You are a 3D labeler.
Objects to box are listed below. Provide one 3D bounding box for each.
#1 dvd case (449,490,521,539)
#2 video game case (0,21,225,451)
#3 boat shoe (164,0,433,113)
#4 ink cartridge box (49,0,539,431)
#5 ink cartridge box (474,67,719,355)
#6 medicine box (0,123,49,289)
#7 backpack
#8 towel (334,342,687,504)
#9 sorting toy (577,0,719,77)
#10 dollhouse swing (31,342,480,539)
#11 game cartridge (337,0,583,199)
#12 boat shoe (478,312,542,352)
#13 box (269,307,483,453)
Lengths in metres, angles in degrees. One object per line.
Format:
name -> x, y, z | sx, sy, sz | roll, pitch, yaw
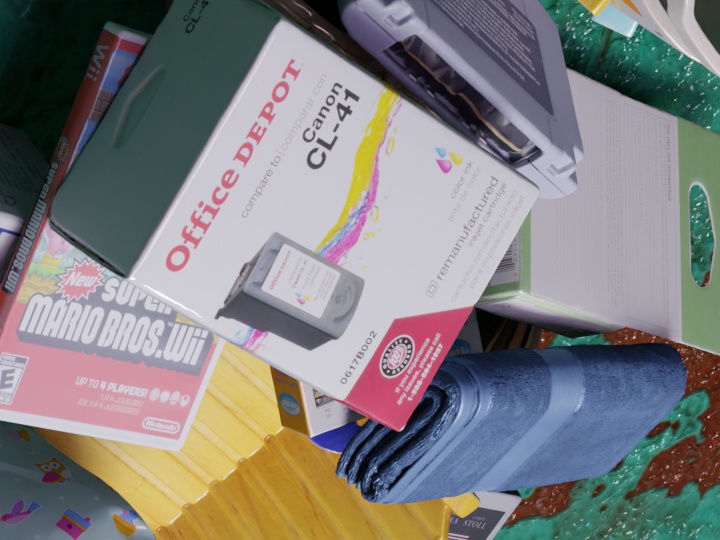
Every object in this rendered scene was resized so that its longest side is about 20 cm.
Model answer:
dvd case -> -0.001, 0.207, 1.794 | 0.150, 0.025, 0.200 | 14, 119, -44
video game case -> -0.107, -0.012, 1.356 | 0.143, 0.017, 0.201 | 14, 101, -46
boat shoe -> -0.004, -0.123, 1.419 | 0.199, 0.072, 0.065 | 21, 127, -31
ink cartridge box -> -0.029, -0.030, 1.330 | 0.200, 0.085, 0.148 | 30, 91, -42
ink cartridge box -> 0.138, -0.033, 1.583 | 0.048, 0.147, 0.199 | -12, 159, 39
medicine box -> -0.263, 0.006, 1.341 | 0.199, 0.103, 0.183 | 18, 115, -45
backpack -> -0.195, 0.160, 1.471 | 0.167, 0.200, 0.127 | -32, 147, -40
towel -> 0.088, 0.080, 1.535 | 0.199, 0.049, 0.112 | -2, 145, -43
sorting toy -> 0.142, -0.170, 1.420 | 0.107, 0.180, 0.200 | -41, 140, 4
dollhouse swing -> -0.069, 0.122, 1.560 | 0.200, 0.182, 0.176 | -39, 161, 2
game cartridge -> 0.046, -0.135, 1.415 | 0.041, 0.134, 0.200 | -24, 140, 26
boat shoe -> 0.033, 0.094, 1.672 | 0.068, 0.072, 0.200 | 37, 82, -10
box -> 0.000, 0.000, 1.508 | 0.118, 0.041, 0.201 | -19, 104, -26
